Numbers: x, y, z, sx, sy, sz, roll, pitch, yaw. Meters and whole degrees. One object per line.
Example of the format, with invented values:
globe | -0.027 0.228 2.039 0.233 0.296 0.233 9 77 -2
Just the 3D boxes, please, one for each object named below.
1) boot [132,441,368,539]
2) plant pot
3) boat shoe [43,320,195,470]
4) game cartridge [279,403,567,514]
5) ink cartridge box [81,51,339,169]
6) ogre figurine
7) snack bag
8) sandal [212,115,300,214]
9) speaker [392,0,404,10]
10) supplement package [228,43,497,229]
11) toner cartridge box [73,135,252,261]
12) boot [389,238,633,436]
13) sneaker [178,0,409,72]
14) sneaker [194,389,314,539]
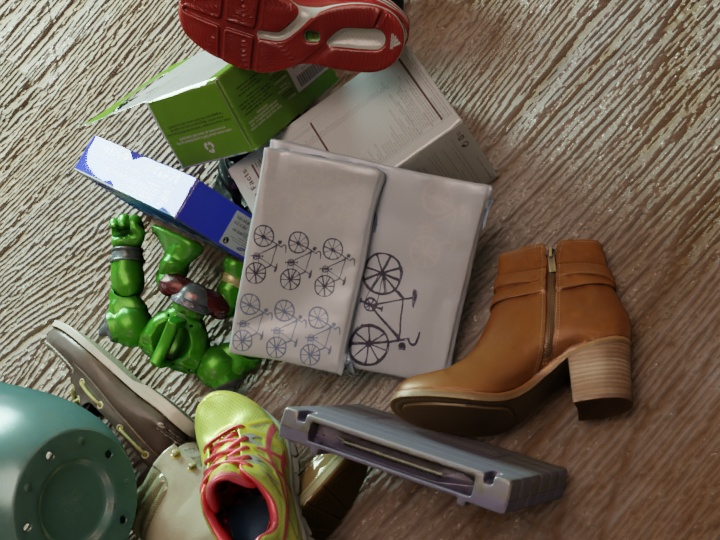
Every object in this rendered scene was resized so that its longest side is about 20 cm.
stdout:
boot | -0.102 0.193 1.034 0.200 0.072 0.155 -48 54 -1
plant pot | -0.289 0.195 1.020 0.161 0.201 0.201 -3 66 40
boat shoe | -0.239 0.116 1.131 0.200 0.072 0.060 33 81 27
game cartridge | 0.051 0.147 0.947 0.200 0.130 0.038 14 88 30
ink cartridge box | -0.144 -0.161 1.137 0.200 0.076 0.148 -10 27 41
ogre figurine | -0.160 0.035 1.109 0.200 0.098 0.120 27 84 -13
snack bag | 0.000 0.000 1.013 0.200 0.021 0.189 12 99 0
sandal | -0.109 -0.123 1.190 0.075 0.048 0.201 4 69 26
speaker | -0.059 -0.270 1.214 0.200 0.081 0.081 -8 64 21
supplement package | 0.002 -0.089 1.086 0.200 0.110 0.114 -35 58 7
toner cartridge box | -0.186 -0.071 1.147 0.200 0.095 0.043 24 81 47
boot | 0.121 0.052 0.985 0.200 0.074 0.155 -4 59 2
sneaker | -0.052 -0.217 1.054 0.200 0.116 0.078 15 110 7
sneaker | -0.093 0.165 0.944 0.078 0.090 0.200 -35 50 6
